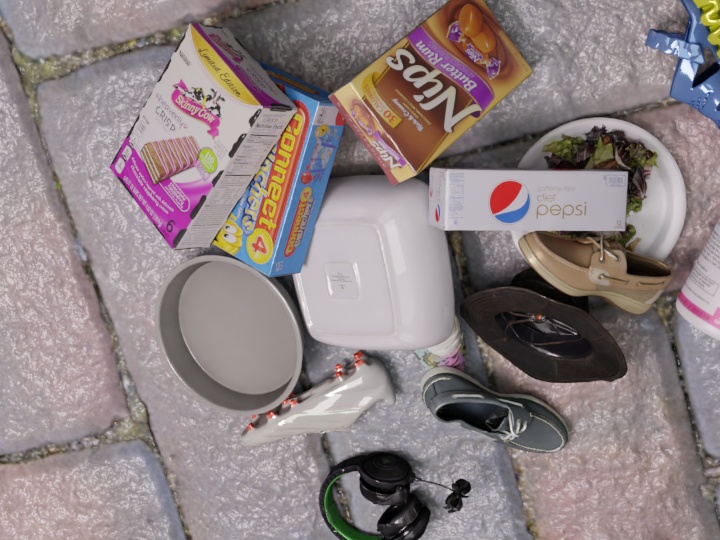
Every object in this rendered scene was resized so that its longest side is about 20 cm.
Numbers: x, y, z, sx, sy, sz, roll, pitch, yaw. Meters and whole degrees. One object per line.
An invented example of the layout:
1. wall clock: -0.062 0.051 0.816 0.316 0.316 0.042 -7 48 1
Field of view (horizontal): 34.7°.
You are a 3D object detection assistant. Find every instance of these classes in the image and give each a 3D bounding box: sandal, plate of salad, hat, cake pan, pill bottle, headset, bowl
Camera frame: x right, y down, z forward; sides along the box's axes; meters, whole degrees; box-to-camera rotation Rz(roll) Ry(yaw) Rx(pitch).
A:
1. sandal: 0.367 -0.202 1.221 0.087 0.079 0.201 -23 94 16
2. plate of salad: 0.263 -0.069 1.283 0.199 0.048 0.201 2 107 7
3. hat: 0.215 0.049 1.301 0.200 0.081 0.201 19 153 10
4. cake pan: -0.150 0.072 1.354 0.199 0.037 0.201 9 113 22
5. pill bottle: 0.434 -0.022 1.242 0.113 0.113 0.201 23 108 0
6. headset: 0.039 0.284 1.391 0.199 0.094 0.124 -17 104 23
7. bowl: 0.000 0.000 1.279 0.199 0.075 0.201 1 109 35

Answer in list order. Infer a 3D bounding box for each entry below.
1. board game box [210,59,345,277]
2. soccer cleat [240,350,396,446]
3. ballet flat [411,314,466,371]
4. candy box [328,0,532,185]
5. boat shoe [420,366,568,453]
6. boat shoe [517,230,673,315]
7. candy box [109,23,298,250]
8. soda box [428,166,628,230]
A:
1. board game box: -0.126 -0.124 1.262 0.195 0.056 0.201 28 111 31
2. soccer cleat: -0.052 0.173 1.385 0.199 0.069 0.078 -29 104 11
3. ballet flat: 0.074 0.038 1.321 0.069 0.071 0.201 -31 101 -24
4. candy box: 0.076 -0.195 1.204 0.200 0.056 0.117 -42 101 -25
5. boat shoe: 0.160 0.178 1.344 0.199 0.062 0.073 25 115 -18
6. boat shoe: 0.254 -0.011 1.237 0.199 0.071 0.065 17 127 -35
7. candy box: -0.171 -0.139 1.221 0.136 0.061 0.200 49 119 23
8. soda box: 0.174 -0.075 1.202 0.199 0.068 0.064 0 97 -11
